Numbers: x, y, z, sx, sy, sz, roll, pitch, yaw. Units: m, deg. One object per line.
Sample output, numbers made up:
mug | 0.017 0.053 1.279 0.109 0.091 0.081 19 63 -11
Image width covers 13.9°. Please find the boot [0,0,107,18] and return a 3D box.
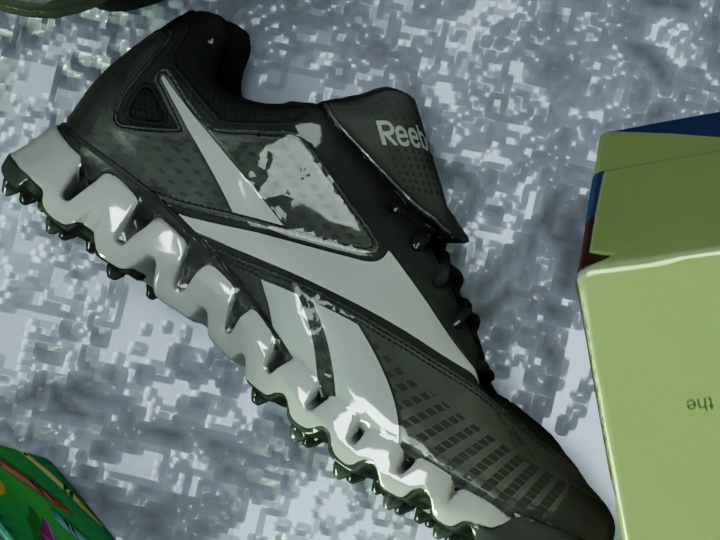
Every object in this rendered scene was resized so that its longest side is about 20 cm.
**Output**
boot | -0.083 -0.152 0.786 0.079 0.158 0.212 -6 77 -1

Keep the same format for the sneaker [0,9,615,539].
sneaker | 0.000 0.000 0.792 0.200 0.066 0.091 39 92 16

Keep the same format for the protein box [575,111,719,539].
protein box | 0.164 0.062 0.681 0.197 0.135 0.201 -9 104 10

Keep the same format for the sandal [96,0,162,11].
sandal | 0.012 -0.122 0.810 0.200 0.076 0.043 -32 75 16

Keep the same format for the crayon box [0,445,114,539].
crayon box | -0.158 0.127 0.777 0.200 0.119 0.058 -41 76 3
